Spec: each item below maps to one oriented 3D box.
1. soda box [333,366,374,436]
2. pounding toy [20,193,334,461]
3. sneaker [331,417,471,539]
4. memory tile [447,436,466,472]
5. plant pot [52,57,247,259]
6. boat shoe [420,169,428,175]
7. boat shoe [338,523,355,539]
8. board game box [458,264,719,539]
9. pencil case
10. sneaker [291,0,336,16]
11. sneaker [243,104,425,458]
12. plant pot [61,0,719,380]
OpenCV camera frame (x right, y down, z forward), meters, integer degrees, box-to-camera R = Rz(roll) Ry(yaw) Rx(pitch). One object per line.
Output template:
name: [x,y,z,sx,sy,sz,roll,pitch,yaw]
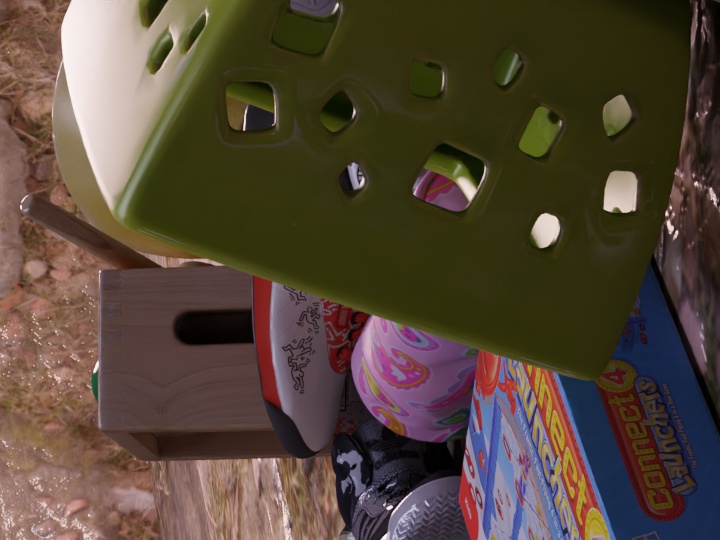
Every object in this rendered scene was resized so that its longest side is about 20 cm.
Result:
soda box: [0.002,-0.008,1.384,0.068,0.064,0.200,-152,63,-81]
pounding toy: [-0.098,0.038,1.524,0.184,0.200,0.142,70,-161,-78]
sneaker: [0.024,0.121,1.275,0.200,0.075,0.114,101,158,-64]
memory tile: [0.061,0.110,1.327,0.153,0.017,0.200,107,155,-65]
plant pot: [-0.075,-0.093,1.544,0.142,0.200,0.200,20,118,52]
boat shoe: [0.030,-0.144,1.220,0.074,0.065,0.202,25,123,53]
boat shoe: [0.020,0.155,1.429,0.072,0.066,0.201,94,167,-67]
board game box: [0.098,0.106,1.020,0.196,0.056,0.200,94,165,-45]
pencil case: [0.048,0.018,1.172,0.200,0.087,0.087,111,151,-66]
sneaker: [-0.012,-0.183,1.323,0.114,0.075,0.200,122,154,-79]
sneaker: [0.000,-0.001,1.308,0.067,0.108,0.202,-8,-86,-76]
plant pot: [0.019,-0.101,0.893,0.182,0.199,0.200,-63,23,20]
